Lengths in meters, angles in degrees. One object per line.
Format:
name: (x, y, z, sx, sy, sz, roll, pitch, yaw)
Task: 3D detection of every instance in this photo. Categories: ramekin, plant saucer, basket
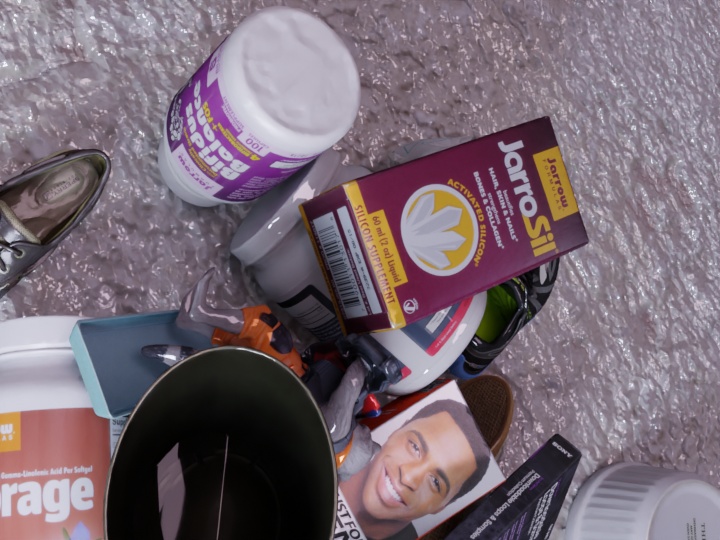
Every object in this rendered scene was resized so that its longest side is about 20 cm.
ramekin: (0.311, 0.296, 0.963, 0.200, 0.094, 0.205, 9, 72, -29)
plant saucer: (-0.151, 0.067, 0.715, 0.071, 0.019, 0.200, 68, 16, 6)
basket: (-0.094, 0.168, 0.635, 0.134, 0.200, 0.182, 5, 67, -7)

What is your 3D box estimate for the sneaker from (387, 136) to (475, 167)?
sneaker: (0.060, -0.086, 0.881, 0.200, 0.079, 0.071, -43, 136, -71)

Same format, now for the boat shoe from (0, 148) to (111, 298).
boat shoe: (-0.268, -0.030, 0.710, 0.073, 0.065, 0.201, 46, 59, -15)

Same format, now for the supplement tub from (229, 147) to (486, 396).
supplement tub: (0.000, 0.000, 0.823, 0.200, 0.140, 0.141, 42, 59, -16)

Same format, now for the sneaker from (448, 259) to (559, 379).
sneaker: (0.151, 0.025, 0.940, 0.071, 0.083, 0.200, 39, 57, 5)

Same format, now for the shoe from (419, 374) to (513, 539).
shoe: (0.090, 0.187, 0.887, 0.069, 0.054, 0.201, 19, 56, 19)

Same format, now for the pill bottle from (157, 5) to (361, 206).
pill bottle: (-0.093, -0.119, 0.761, 0.111, 0.199, 0.114, 9, 71, -29)

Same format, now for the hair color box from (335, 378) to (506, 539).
hair color box: (0.012, 0.183, 0.797, 0.199, 0.061, 0.102, -30, 93, -17)

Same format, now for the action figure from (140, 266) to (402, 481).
action figure: (-0.068, 0.091, 0.726, 0.193, 0.200, 0.105, 42, 61, -7)

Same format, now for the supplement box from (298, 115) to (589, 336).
supplement box: (0.067, -0.036, 0.734, 0.199, 0.085, 0.111, -22, 94, -28)

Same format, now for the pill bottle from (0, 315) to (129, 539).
pill bottle: (-0.218, 0.138, 0.667, 0.111, 0.112, 0.202, 2, 76, -31)

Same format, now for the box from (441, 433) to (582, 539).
box: (0.113, 0.248, 0.832, 0.036, 0.144, 0.199, 35, 50, 27)
